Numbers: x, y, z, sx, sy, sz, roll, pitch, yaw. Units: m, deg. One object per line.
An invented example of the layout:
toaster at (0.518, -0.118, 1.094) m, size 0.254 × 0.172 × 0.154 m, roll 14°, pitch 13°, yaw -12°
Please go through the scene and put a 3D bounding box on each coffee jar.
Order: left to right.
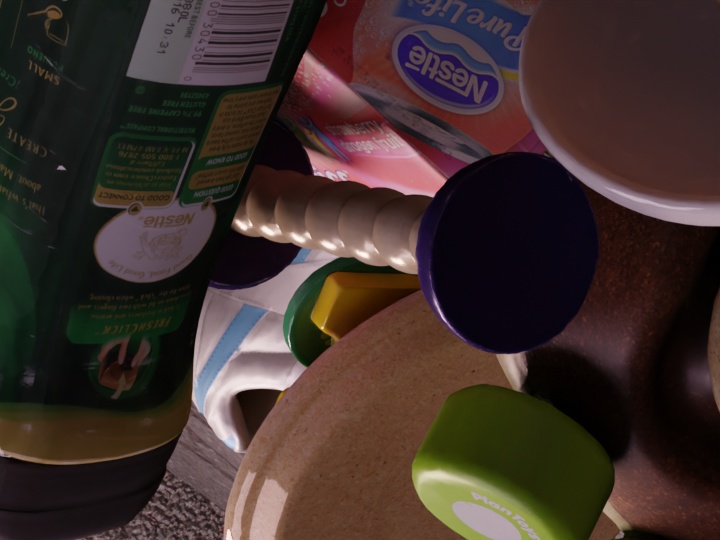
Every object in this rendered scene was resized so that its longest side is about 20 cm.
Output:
coffee jar at (-0.079, -0.027, 0.639) m, size 0.085 × 0.200 × 0.104 m, roll -6°, pitch -144°, yaw -43°

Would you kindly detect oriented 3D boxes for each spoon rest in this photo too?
spoon rest at (0.136, -0.038, 0.571) m, size 0.200 × 0.100 × 0.061 m, roll 19°, pitch 149°, yaw 14°

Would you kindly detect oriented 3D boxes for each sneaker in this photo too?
sneaker at (0.000, 0.000, 0.912) m, size 0.200 × 0.076 × 0.081 m, roll -40°, pitch 66°, yaw 41°

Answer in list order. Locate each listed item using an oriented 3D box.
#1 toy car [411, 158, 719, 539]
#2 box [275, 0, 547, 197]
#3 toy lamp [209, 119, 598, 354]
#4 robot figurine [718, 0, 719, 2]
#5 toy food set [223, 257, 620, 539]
toy car at (0.145, 0.031, 0.648) m, size 0.200 × 0.165 × 0.158 m, roll 3°, pitch 146°, yaw 48°
box at (-0.006, -0.083, 0.757) m, size 0.103 × 0.095 × 0.200 m, roll 42°, pitch 167°, yaw -19°
toy lamp at (-0.011, -0.015, 0.664) m, size 0.058 × 0.058 × 0.200 m, roll 43°, pitch 167°, yaw -27°
robot figurine at (0.049, -0.131, 0.511) m, size 0.200 × 0.058 × 0.145 m, roll 38°, pitch 168°, yaw -8°
toy food set at (0.038, 0.071, 0.902) m, size 0.200 × 0.198 × 0.049 m, roll 4°, pitch -147°, yaw -33°
